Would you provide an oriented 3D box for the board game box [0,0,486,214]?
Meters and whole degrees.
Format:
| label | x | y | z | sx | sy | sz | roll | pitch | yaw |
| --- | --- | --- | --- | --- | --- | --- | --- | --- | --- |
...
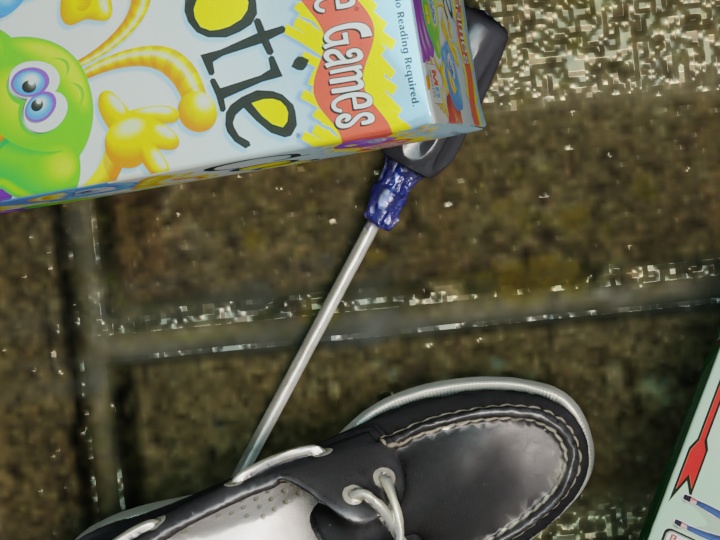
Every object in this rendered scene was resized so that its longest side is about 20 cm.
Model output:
| label | x | y | z | sx | sy | sz | roll | pitch | yaw |
| --- | --- | --- | --- | --- | --- | --- | --- | --- | --- |
| board game box | -0.070 | -0.081 | 0.902 | 0.198 | 0.103 | 0.106 | -10 | 90 | 12 |

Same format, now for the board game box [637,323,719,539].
| label | x | y | z | sx | sy | sz | roll | pitch | yaw |
| --- | --- | --- | --- | --- | --- | --- | --- | --- | --- |
| board game box | 0.165 | 0.083 | 0.892 | 0.134 | 0.029 | 0.201 | 24 | 57 | 2 |

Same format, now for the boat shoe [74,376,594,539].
| label | x | y | z | sx | sy | sz | roll | pitch | yaw |
| --- | --- | --- | --- | --- | --- | --- | --- | --- | --- |
| boat shoe | -0.013 | 0.091 | 0.936 | 0.198 | 0.060 | 0.074 | -15 | 97 | 1 |

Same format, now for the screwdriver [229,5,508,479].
| label | x | y | z | sx | sy | sz | roll | pitch | yaw |
| --- | --- | --- | --- | --- | --- | --- | --- | --- | --- |
| screwdriver | 0.000 | 0.000 | 0.955 | 0.029 | 0.028 | 0.201 | 27 | 95 | 30 |
